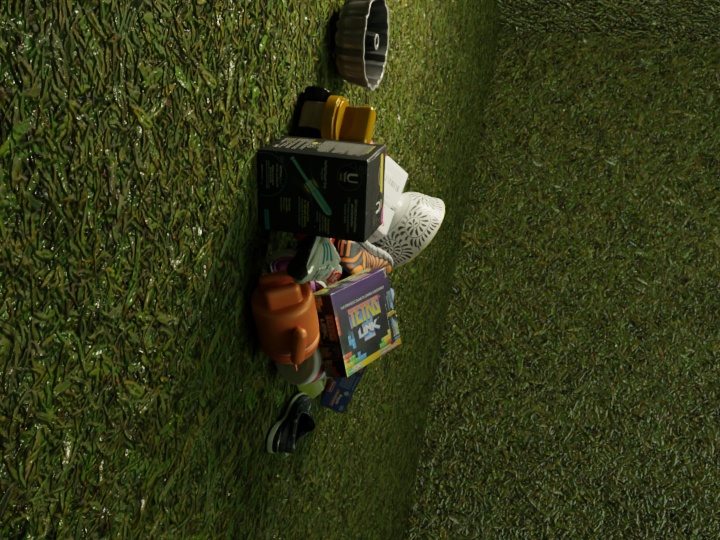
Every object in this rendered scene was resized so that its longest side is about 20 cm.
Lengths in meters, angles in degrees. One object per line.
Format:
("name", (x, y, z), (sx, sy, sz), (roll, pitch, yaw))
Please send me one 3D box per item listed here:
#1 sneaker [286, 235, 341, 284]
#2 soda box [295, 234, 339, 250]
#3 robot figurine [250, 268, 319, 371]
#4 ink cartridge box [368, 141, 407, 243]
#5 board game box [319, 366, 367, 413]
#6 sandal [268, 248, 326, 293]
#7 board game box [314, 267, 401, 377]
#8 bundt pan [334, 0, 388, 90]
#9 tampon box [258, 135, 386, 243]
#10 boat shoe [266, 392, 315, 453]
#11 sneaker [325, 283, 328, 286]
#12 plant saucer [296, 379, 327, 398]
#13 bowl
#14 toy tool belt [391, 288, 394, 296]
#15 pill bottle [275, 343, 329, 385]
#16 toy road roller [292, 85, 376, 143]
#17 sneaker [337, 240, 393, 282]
("sneaker", (-0.071, -0.012, 1.564), (0.070, 0.093, 0.200), (-43, -168, 15))
("soda box", (-0.091, -0.088, 1.759), (0.200, 0.063, 0.071), (72, 30, -58))
("robot figurine", (-0.135, 0.091, 1.587), (0.117, 0.144, 0.200), (-47, 147, -34))
("ink cartridge box", (0.007, -0.173, 1.922), (0.145, 0.083, 0.200), (41, 48, -23))
("board game box", (-0.024, 0.187, 1.998), (0.200, 0.062, 0.200), (-91, -155, -67))
("sandal", (-0.122, 0.032, 1.668), (0.203, 0.082, 0.050), (53, 21, -51))
("board game box", (-0.005, 0.098, 1.720), (0.200, 0.057, 0.166), (-26, 109, -52))
("bundt pan", (-0.001, -0.483, 1.840), (0.202, 0.076, 0.202), (8, 90, -75))
("tampon box", (-0.066, -0.148, 1.556), (0.126, 0.200, 0.150), (-50, 146, -63))
("boat shoe", (-0.128, 0.320, 1.822), (0.199, 0.066, 0.075), (-42, 140, -67))
("sneaker", (-0.114, 0.011, 1.763), (0.085, 0.073, 0.200), (-31, 157, -17))
("plant saucer", (-0.093, 0.165, 1.917), (0.200, 0.048, 0.200), (76, 26, -54))
("bowl", (0.088, -0.112, 1.993), (0.094, 0.201, 0.201), (40, 48, -24))
("toy tool belt", (0.039, 0.075, 2.225), (0.200, 0.125, 0.123), (-42, 146, -69))
("pill bottle", (-0.071, 0.162, 1.766), (0.200, 0.111, 0.111), (-7, 105, -54))
("toy road roller", (-0.039, -0.260, 1.704), (0.200, 0.146, 0.123), (60, 41, -67))
("sneaker", (0.000, 0.000, 1.854), (0.200, 0.077, 0.112), (31, 64, -53))
